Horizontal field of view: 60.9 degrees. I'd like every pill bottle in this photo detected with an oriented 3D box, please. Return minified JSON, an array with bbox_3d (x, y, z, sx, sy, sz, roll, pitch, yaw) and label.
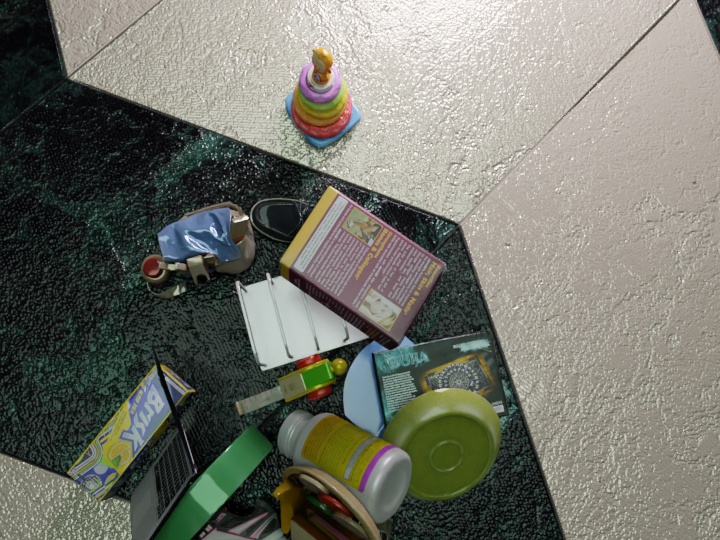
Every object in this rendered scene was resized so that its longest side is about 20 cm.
[{"bbox_3d":[-0.029,0.277,0.901,0.197,0.104,0.106,18,77,35],"label":"pill bottle"}]

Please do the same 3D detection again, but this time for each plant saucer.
[{"bbox_3d":[0.127,0.276,0.932,0.195,0.031,0.205,-4,112,-9],"label":"plant saucer"}]

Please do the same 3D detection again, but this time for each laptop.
[{"bbox_3d":[-0.288,0.233,0.819,0.115,0.187,0.202,38,81,-20],"label":"laptop"}]

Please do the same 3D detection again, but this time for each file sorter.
[{"bbox_3d":[-0.083,0.059,0.961,0.196,0.125,0.142,-16,82,-7],"label":"file sorter"}]

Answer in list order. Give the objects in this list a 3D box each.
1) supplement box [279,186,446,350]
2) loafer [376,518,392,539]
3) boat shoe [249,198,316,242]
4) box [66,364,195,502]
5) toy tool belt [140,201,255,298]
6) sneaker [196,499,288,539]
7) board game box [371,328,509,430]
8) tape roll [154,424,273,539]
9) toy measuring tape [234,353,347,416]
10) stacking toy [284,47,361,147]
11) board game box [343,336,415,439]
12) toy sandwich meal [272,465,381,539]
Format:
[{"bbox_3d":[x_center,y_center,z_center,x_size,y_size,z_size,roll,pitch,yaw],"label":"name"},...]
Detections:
[{"bbox_3d":[0.000,0.000,0.863,0.198,0.103,0.132,35,77,1],"label":"supplement box"},{"bbox_3d":[0.020,0.378,0.937,0.073,0.070,0.205,-6,80,-5],"label":"loafer"},{"bbox_3d":[-0.089,-0.078,1.017,0.195,0.062,0.076,16,80,1],"label":"boat shoe"},{"bbox_3d":[-0.347,0.246,0.941,0.070,0.064,0.201,37,79,3],"label":"box"},{"bbox_3d":[-0.264,-0.037,0.967,0.196,0.123,0.127,-20,81,-7],"label":"toy tool belt"},{"bbox_3d":[-0.213,0.408,0.925,0.196,0.081,0.088,-15,69,-14],"label":"sneaker"},{"bbox_3d":[0.124,0.178,0.961,0.195,0.028,0.139,-10,80,-7],"label":"board game box"},{"bbox_3d":[-0.209,0.309,0.869,0.048,0.201,0.201,43,80,3],"label":"tape roll"},{"bbox_3d":[-0.105,0.185,0.980,0.197,0.073,0.075,-25,81,15],"label":"toy measuring tape"},{"bbox_3d":[-0.062,-0.294,0.986,0.109,0.200,0.117,-36,84,-9],"label":"stacking toy"},{"bbox_3d":[0.066,0.207,0.986,0.199,0.039,0.159,39,78,3],"label":"board game box"},{"bbox_3d":[-0.054,0.364,0.855,0.205,0.206,0.070,46,54,5],"label":"toy sandwich meal"}]
